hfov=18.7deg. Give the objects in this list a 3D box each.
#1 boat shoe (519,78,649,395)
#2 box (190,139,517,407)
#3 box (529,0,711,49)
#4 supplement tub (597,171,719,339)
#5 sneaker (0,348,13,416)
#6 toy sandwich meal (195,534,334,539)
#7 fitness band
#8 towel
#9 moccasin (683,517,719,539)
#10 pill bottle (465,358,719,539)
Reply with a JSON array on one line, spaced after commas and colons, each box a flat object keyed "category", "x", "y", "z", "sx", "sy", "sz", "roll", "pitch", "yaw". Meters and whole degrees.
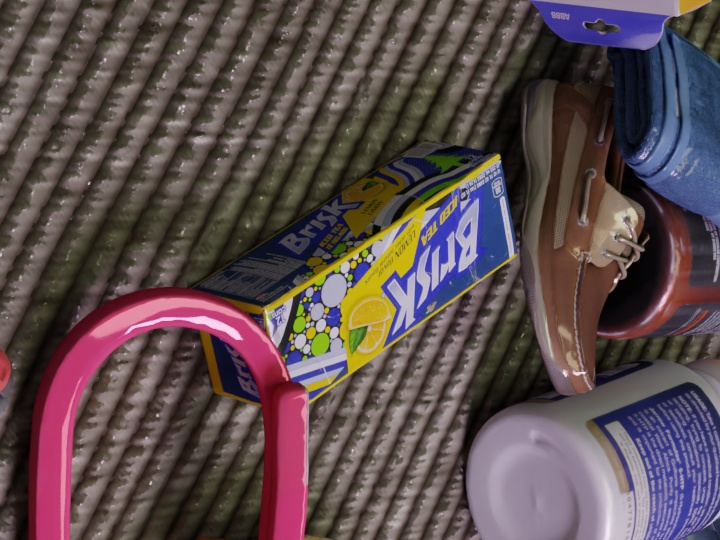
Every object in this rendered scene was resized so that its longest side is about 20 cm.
[{"category": "boat shoe", "x": 0.135, "y": -0.025, "z": 1.312, "sx": 0.076, "sy": 0.071, "sz": 0.202, "roll": 50, "pitch": 37, "yaw": -67}, {"category": "box", "x": 0.000, "y": 0.000, "z": 1.231, "sx": 0.200, "sy": 0.064, "sz": 0.071, "roll": -33, "pitch": 123, "yaw": -36}, {"category": "box", "x": 0.145, "y": -0.233, "z": 1.288, "sx": 0.041, "sy": 0.119, "sz": 0.201, "roll": -28, "pitch": 120, "yaw": -40}, {"category": "supplement tub", "x": 0.218, "y": -0.010, "z": 1.433, "sx": 0.199, "sy": 0.106, "sz": 0.108, "roll": 0, "pitch": 100, "yaw": -48}, {"category": "sneaker", "x": -0.246, "y": 0.074, "z": 0.980, "sx": 0.200, "sy": 0.071, "sz": 0.098, "roll": -47, "pitch": 130, "yaw": -32}, {"category": "toy sandwich meal", "x": -0.055, "y": 0.234, "z": 1.235, "sx": 0.204, "sy": 0.070, "sz": 0.207, "roll": -11, "pitch": 109, "yaw": -33}, {"category": "fitness band", "x": -0.100, "y": 0.109, "z": 1.128, "sx": 0.142, "sy": 0.037, "sz": 0.202, "roll": 1, "pitch": 99, "yaw": -14}, {"category": "towel", "x": 0.232, "y": -0.072, "z": 1.354, "sx": 0.199, "sy": 0.048, "sz": 0.112, "roll": 29, "pitch": 47, "yaw": -38}, {"category": "moccasin", "x": 0.257, "y": 0.216, "z": 1.548, "sx": 0.068, "sy": 0.080, "sz": 0.201, "roll": -41, "pitch": 129, "yaw": -17}, {"category": "pill bottle", "x": 0.174, "y": 0.122, "z": 1.408, "sx": 0.199, "sy": 0.119, "sz": 0.121, "roll": -15, "pitch": 111, "yaw": -44}]
